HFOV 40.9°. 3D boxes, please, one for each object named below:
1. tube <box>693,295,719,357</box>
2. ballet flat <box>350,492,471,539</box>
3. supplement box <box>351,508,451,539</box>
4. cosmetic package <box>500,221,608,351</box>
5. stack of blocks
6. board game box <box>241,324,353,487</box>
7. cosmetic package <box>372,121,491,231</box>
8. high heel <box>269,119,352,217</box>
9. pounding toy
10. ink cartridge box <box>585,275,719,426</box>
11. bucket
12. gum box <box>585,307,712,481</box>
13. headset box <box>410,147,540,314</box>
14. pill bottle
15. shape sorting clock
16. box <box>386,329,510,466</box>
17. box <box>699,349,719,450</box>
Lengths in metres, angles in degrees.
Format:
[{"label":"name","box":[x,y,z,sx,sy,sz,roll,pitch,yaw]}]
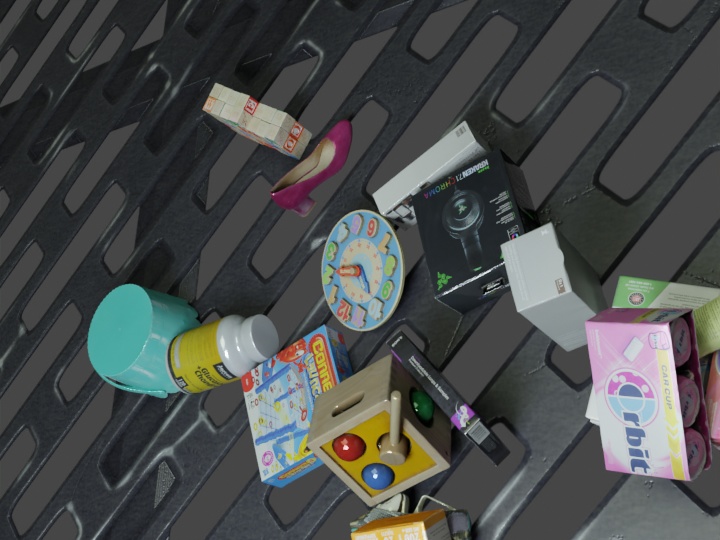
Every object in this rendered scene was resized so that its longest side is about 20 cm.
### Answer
[{"label":"tube","box":[0.432,0.068,1.175,0.199,0.052,0.059,-35,88,28]},{"label":"ballet flat","box":[0.077,0.367,1.430,0.197,0.072,0.074,-2,70,31]},{"label":"supplement box","box":[0.075,0.449,1.348,0.124,0.073,0.204,-18,84,30]},{"label":"cosmetic package","box":[0.275,0.027,1.334,0.089,0.199,0.109,-25,57,25]},{"label":"stack of blocks","box":[-0.201,-0.291,1.876,0.198,0.115,0.059,27,88,40]},{"label":"board game box","box":[-0.097,0.228,1.622,0.194,0.056,0.203,-33,55,22]},{"label":"cosmetic package","box":[0.123,-0.153,1.600,0.199,0.082,0.051,-38,56,19]},{"label":"high heel","box":[-0.090,-0.200,1.768,0.067,0.095,0.202,38,95,40]},{"label":"pounding toy","box":[0.036,0.232,1.404,0.198,0.184,0.143,-32,26,25]},{"label":"ink cartridge box","box":[0.399,0.123,1.278,0.143,0.084,0.204,9,77,38]},{"label":"bucket","box":[-0.416,0.131,1.848,0.204,0.134,0.212,-15,63,31]},{"label":"gum box","box":[0.347,0.151,1.163,0.112,0.065,0.205,-1,103,46]},{"label":"headset box","box":[0.187,-0.053,1.503,0.172,0.092,0.204,-26,58,26]},{"label":"pill bottle","box":[-0.247,0.145,1.731,0.197,0.111,0.114,-20,60,29]},{"label":"shape sorting clock","box":[0.000,0.000,1.626,0.198,0.039,0.205,5,97,47]},{"label":"box","box":[0.128,0.186,1.415,0.036,0.143,0.200,-43,51,-1]},{"label":"box","box":[0.494,0.125,1.195,0.093,0.102,0.204,6,76,37]}]
